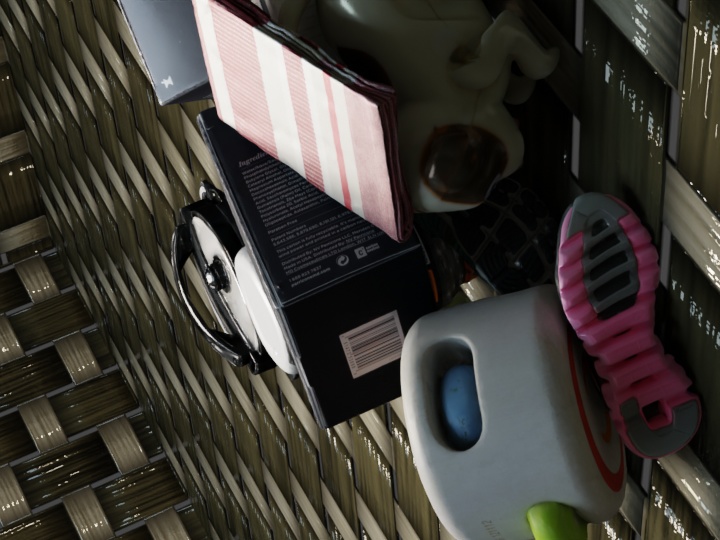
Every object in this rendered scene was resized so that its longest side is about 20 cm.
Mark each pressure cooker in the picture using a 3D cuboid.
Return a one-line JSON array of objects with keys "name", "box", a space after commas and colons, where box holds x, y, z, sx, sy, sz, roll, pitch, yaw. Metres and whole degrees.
[{"name": "pressure cooker", "box": [-0.078, -0.007, 1.942, 0.176, 0.199, 0.180, 41, 151, 55]}]

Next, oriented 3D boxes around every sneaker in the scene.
[{"name": "sneaker", "box": [0.184, 0.036, 1.494, 0.095, 0.079, 0.201, -125, 18, -76]}, {"name": "sneaker", "box": [0.086, -0.045, 1.613, 0.200, 0.077, 0.080, 47, 163, 8]}]

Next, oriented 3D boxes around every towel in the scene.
[{"name": "towel", "box": [-0.041, -0.117, 1.472, 0.200, 0.023, 0.145, 35, 151, 31]}]

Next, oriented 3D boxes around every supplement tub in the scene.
[{"name": "supplement tub", "box": [0.000, 0.000, 1.804, 0.123, 0.199, 0.123, 60, 165, 27]}]

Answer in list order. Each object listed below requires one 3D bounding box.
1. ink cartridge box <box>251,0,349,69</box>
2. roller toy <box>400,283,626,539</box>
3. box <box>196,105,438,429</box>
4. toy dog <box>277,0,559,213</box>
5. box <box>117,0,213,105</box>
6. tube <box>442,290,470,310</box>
[{"name": "ink cartridge box", "box": [-0.015, -0.234, 1.562, 0.043, 0.198, 0.201, -15, 98, 48]}, {"name": "roller toy", "box": [0.110, 0.109, 1.531, 0.200, 0.139, 0.183, -67, -41, -63]}, {"name": "box", "box": [-0.027, -0.018, 1.617, 0.200, 0.123, 0.197, 73, 172, -57]}, {"name": "toy dog", "box": [0.052, -0.142, 1.478, 0.139, 0.193, 0.201, -27, 79, 63]}, {"name": "box", "box": [-0.127, -0.245, 1.907, 0.200, 0.104, 0.149, -21, -92, -64]}, {"name": "tube", "box": [0.130, 0.109, 1.667, 0.200, 0.058, 0.052, 47, -178, 3]}]
